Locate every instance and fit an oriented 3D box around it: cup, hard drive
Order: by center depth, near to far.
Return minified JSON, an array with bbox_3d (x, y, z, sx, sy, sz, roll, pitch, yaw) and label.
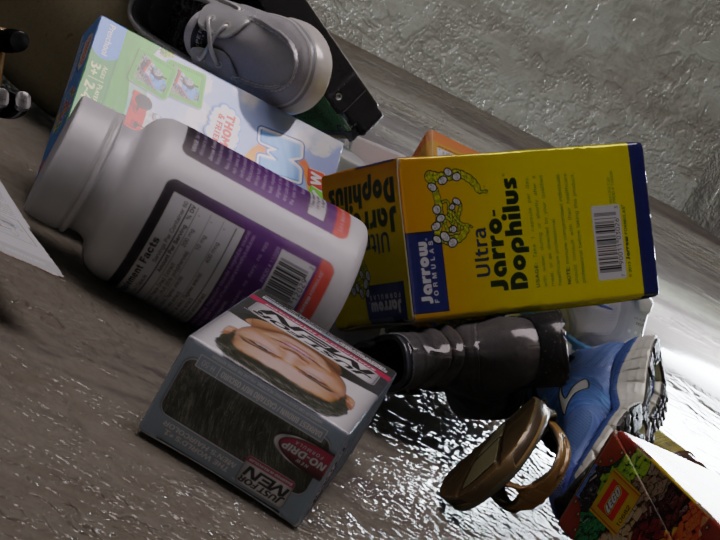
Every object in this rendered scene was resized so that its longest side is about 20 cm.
[{"bbox_3d":[-0.078,-0.187,1.738,0.200,0.038,0.140,55,-22,-22],"label":"hard drive"},{"bbox_3d":[-0.204,-0.190,1.825,0.200,0.200,0.144,16,40,-56],"label":"cup"}]

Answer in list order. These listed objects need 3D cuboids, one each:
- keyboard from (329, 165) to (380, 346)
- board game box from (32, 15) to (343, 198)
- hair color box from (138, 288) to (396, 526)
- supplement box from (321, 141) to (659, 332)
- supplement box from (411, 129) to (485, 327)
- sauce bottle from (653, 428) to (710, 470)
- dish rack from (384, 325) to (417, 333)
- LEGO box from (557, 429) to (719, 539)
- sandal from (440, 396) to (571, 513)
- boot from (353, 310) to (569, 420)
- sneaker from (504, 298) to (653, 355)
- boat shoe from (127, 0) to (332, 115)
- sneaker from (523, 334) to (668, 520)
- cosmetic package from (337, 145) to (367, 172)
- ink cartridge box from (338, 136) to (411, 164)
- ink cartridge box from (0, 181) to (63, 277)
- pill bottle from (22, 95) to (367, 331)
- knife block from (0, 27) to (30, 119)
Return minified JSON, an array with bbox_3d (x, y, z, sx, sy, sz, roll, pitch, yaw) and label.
[{"bbox_3d":[0.000,0.000,1.601,0.056,0.011,0.200,33,42,-12],"label":"keyboard"},{"bbox_3d":[-0.116,-0.066,1.557,0.199,0.037,0.152,27,54,-21],"label":"board game box"},{"bbox_3d":[-0.046,0.071,1.258,0.099,0.061,0.200,31,10,3],"label":"hair color box"},{"bbox_3d":[0.089,-0.023,1.548,0.199,0.110,0.109,-6,-2,-29],"label":"supplement box"},{"bbox_3d":[0.065,-0.027,1.707,0.069,0.067,0.200,25,28,-11],"label":"supplement box"},{"bbox_3d":[0.171,0.116,1.661,0.065,0.065,0.200,20,16,-47],"label":"sauce bottle"},{"bbox_3d":[0.057,0.027,1.808,0.153,0.055,0.200,26,11,-28],"label":"dish rack"},{"bbox_3d":[0.249,0.195,1.450,0.200,0.077,0.149,25,11,-29],"label":"LEGO box"},{"bbox_3d":[0.101,0.122,1.429,0.054,0.080,0.200,48,7,6],"label":"sandal"},{"bbox_3d":[0.051,0.063,1.531,0.131,0.070,0.200,-4,-14,-14],"label":"boot"},{"bbox_3d":[0.150,0.013,1.723,0.075,0.087,0.200,14,12,-46],"label":"sneaker"},{"bbox_3d":[-0.099,-0.167,1.639,0.068,0.072,0.200,9,19,-41],"label":"boat shoe"},{"bbox_3d":[0.154,0.114,1.562,0.089,0.079,0.200,-5,25,20],"label":"sneaker"},{"bbox_3d":[-0.101,-0.073,1.676,0.199,0.113,0.081,24,8,-24],"label":"cosmetic package"},{"bbox_3d":[-0.010,-0.068,1.918,0.146,0.085,0.200,17,0,41],"label":"ink cartridge box"},{"bbox_3d":[-0.269,-0.049,1.265,0.162,0.057,0.200,24,17,-34],"label":"ink cartridge box"},{"bbox_3d":[-0.106,-0.027,1.428,0.199,0.112,0.111,29,10,-11],"label":"pill bottle"},{"bbox_3d":[-0.258,-0.127,1.453,0.175,0.064,0.200,10,2,19],"label":"knife block"}]
